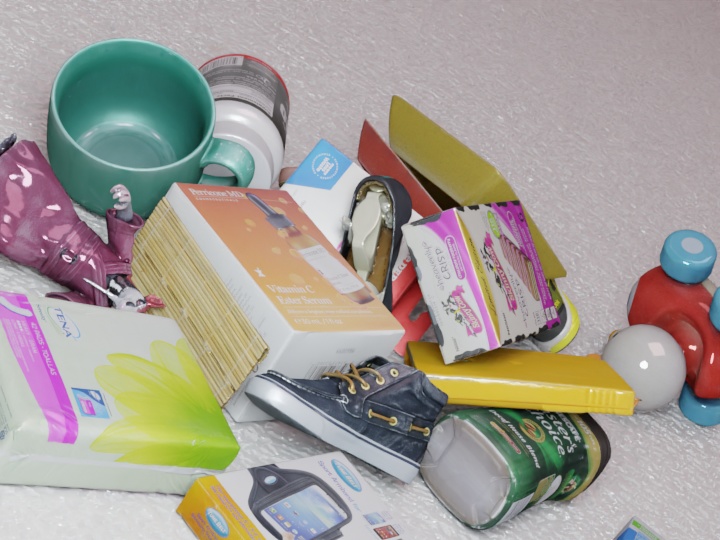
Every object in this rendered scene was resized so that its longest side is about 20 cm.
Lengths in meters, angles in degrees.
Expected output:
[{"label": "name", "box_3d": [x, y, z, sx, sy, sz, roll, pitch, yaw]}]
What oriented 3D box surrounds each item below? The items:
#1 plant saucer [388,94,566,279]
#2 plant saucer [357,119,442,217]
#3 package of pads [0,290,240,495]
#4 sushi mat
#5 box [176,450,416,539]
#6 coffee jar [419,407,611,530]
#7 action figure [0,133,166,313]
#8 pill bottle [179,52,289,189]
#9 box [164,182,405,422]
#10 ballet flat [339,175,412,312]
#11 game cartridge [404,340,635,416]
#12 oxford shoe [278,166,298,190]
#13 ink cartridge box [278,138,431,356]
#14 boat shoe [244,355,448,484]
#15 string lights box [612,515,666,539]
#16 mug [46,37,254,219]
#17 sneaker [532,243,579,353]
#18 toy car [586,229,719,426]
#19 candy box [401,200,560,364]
[{"label": "plant saucer", "box_3d": [0.114, -0.078, 1.786, 0.200, 0.048, 0.200, 43, -5, 44]}, {"label": "plant saucer", "box_3d": [0.073, -0.044, 1.795, 0.200, 0.037, 0.200, 52, -1, 35]}, {"label": "package of pads", "box_3d": [-0.208, 0.093, 1.264, 0.199, 0.068, 0.155, 12, 34, -39]}, {"label": "sushi mat", "box_3d": [-0.150, 0.035, 1.404, 0.012, 0.096, 0.200, 21, 25, -51]}, {"label": "box", "box_3d": [-0.036, 0.204, 1.305, 0.200, 0.042, 0.119, -6, 46, -51]}, {"label": "coffee jar", "box_3d": [0.148, 0.170, 1.530, 0.104, 0.085, 0.200, 45, 27, 24]}, {"label": "action figure", "box_3d": [-0.255, -0.012, 1.403, 0.200, 0.134, 0.149, 42, -19, -10]}, {"label": "pill bottle", "box_3d": [-0.133, -0.138, 1.713, 0.114, 0.114, 0.200, 27, 26, -14]}, {"label": "box", "box_3d": [-0.088, 0.026, 1.481, 0.152, 0.107, 0.200, 0, 41, -50]}, {"label": "ballet flat", "box_3d": [0.000, 0.000, 1.559, 0.073, 0.201, 0.073, 13, -16, 4]}, {"label": "game cartridge", "box_3d": [0.144, 0.102, 1.560, 0.199, 0.033, 0.176, 6, 7, -2]}, {"label": "oxford shoe", "box_3d": [-0.019, -0.039, 1.750, 0.200, 0.074, 0.071, 28, -21, -37]}, {"label": "ink cartridge box", "box_3d": [0.002, -0.021, 1.639, 0.200, 0.116, 0.067, 38, -13, 2]}, {"label": "boat shoe", "box_3d": [-0.010, 0.105, 1.401, 0.200, 0.091, 0.071, 32, -10, -41]}, {"label": "string lights box", "box_3d": [0.242, 0.304, 1.435, 0.103, 0.059, 0.200, 38, 25, 6]}, {"label": "mug", "box_3d": [-0.208, -0.112, 1.547, 0.152, 0.115, 0.185, -28, 70, -28]}, {"label": "sneaker", "box_3d": [0.183, 0.001, 1.862, 0.085, 0.074, 0.200, 39, 16, -42]}, {"label": "toy car", "box_3d": [0.323, 0.087, 1.849, 0.199, 0.185, 0.177, -19, 51, -25]}, {"label": "candy box", "box_3d": [0.120, 0.007, 1.590, 0.200, 0.061, 0.137, -13, 84, -66]}]
